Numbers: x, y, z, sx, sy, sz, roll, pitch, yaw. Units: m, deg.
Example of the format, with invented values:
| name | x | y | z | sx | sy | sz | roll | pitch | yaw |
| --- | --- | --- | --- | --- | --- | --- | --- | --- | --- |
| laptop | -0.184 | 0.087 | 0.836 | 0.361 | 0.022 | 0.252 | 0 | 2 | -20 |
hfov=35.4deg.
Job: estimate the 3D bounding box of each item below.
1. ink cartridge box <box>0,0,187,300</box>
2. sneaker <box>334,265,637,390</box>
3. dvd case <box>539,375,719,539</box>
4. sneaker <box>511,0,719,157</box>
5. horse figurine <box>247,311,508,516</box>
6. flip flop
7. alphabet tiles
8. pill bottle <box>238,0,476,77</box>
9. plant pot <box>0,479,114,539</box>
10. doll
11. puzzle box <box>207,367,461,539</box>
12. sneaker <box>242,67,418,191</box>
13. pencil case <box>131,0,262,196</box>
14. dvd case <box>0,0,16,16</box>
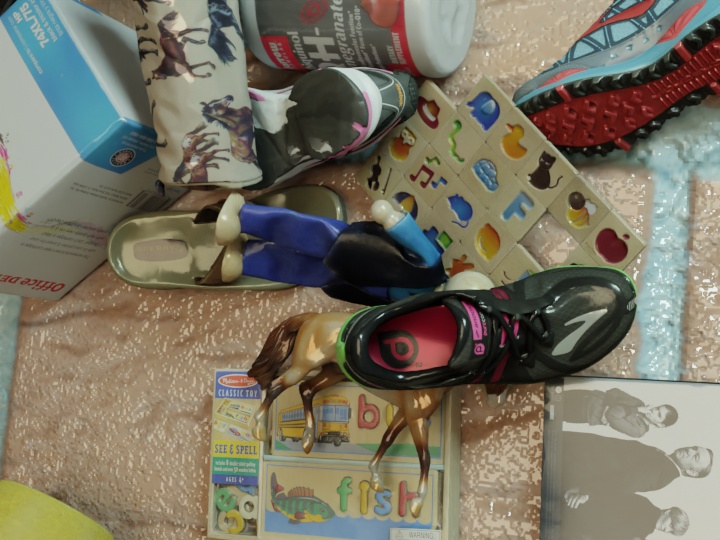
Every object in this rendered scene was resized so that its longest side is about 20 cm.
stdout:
| name | x | y | z | sx | sy | sz | roll | pitch | yaw |
| --- | --- | --- | --- | --- | --- | --- | --- | --- | --- |
| ink cartridge box | -0.251 | -0.095 | 0.908 | 0.200 | 0.147 | 0.146 | -38 | 71 | 14 |
| sneaker | 0.083 | 0.044 | 0.724 | 0.200 | 0.084 | 0.077 | -13 | 89 | 2 |
| dvd case | 0.218 | 0.148 | 0.743 | 0.200 | 0.025 | 0.151 | 1 | 84 | 23 |
| sneaker | 0.194 | -0.150 | 0.776 | 0.200 | 0.079 | 0.096 | -22 | 45 | 28 |
| horse figurine | 0.002 | 0.081 | 0.803 | 0.200 | 0.050 | 0.133 | 22 | 93 | 23 |
| flip flop | -0.108 | -0.024 | 0.878 | 0.200 | 0.058 | 0.081 | -4 | 83 | 11 |
| alphabet tiles | 0.082 | -0.032 | 0.805 | 0.200 | 0.008 | 0.167 | 51 | 123 | 20 |
| pill bottle | -0.023 | -0.204 | 0.843 | 0.200 | 0.111 | 0.111 | 7 | 86 | 24 |
| plant pot | -0.269 | 0.248 | 0.867 | 0.200 | 0.200 | 0.142 | 14 | 62 | 24 |
| doll | 0.000 | 0.000 | 0.805 | 0.200 | 0.137 | 0.049 | 13 | 51 | 10 |
| puzzle box | -0.022 | 0.140 | 0.846 | 0.200 | 0.025 | 0.133 | -2 | 82 | 23 |
| sneaker | -0.032 | -0.107 | 0.846 | 0.200 | 0.086 | 0.081 | 2 | 104 | 51 |
| pencil case | -0.124 | -0.156 | 0.806 | 0.089 | 0.078 | 0.200 | 8 | 110 | 50 |
| dvd case | -0.212 | -0.276 | 0.870 | 0.025 | 0.150 | 0.200 | 48 | 140 | -9 |
